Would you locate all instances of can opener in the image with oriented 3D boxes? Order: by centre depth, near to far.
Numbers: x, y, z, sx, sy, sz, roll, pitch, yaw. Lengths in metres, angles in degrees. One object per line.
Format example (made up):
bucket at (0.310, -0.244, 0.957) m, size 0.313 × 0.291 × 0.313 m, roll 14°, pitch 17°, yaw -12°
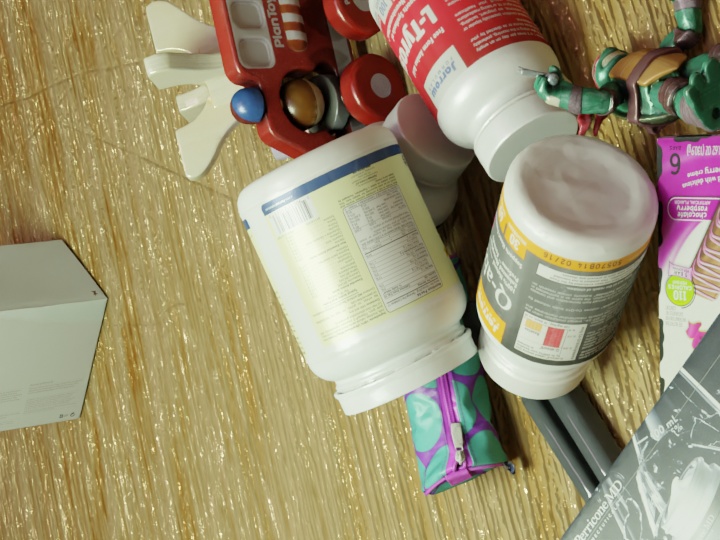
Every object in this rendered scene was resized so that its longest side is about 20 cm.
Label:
can opener at (0.147, 0.107, 1.182) m, size 0.201 × 0.066 × 0.054 m, roll 59°, pitch 137°, yaw 29°

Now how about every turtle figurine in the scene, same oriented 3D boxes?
turtle figurine at (0.213, -0.152, 1.038) m, size 0.150 × 0.101 × 0.199 m, roll -49°, pitch 31°, yaw -11°

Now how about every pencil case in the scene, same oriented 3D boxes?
pencil case at (0.072, 0.091, 1.258) m, size 0.092 × 0.084 × 0.203 m, roll 86°, pitch 170°, yaw -81°

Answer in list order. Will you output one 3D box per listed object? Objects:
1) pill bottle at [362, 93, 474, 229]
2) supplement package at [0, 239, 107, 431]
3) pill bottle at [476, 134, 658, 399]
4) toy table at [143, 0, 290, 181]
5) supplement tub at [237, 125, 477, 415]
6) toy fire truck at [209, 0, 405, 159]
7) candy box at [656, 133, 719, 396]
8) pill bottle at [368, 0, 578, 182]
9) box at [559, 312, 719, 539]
pill bottle at (0.020, -0.063, 1.288) m, size 0.200 × 0.110 × 0.112 m, roll -52°, pitch 55°, yaw 42°
supplement package at (-0.466, 0.088, 1.882) m, size 0.147 × 0.189 × 0.202 m, roll 44°, pitch 127°, yaw 39°
pill bottle at (0.151, 0.003, 1.090) m, size 0.117 × 0.115 × 0.201 m, roll 55°, pitch 153°, yaw 32°
toy table at (-0.142, -0.198, 1.437) m, size 0.184 × 0.115 × 0.203 m, roll 66°, pitch -170°, yaw -69°
supplement tub at (0.000, 0.000, 1.158) m, size 0.144 × 0.144 × 0.202 m, roll -24°, pitch 92°, yaw 51°
toy fire truck at (-0.060, -0.192, 1.329) m, size 0.112 × 0.166 × 0.203 m, roll -20°, pitch 79°, yaw 52°
candy box at (0.278, 0.004, 1.001) m, size 0.136 × 0.060 × 0.203 m, roll 4°, pitch 98°, yaw 52°
pill bottle at (0.095, -0.176, 1.174) m, size 0.113 × 0.111 × 0.201 m, roll -55°, pitch 53°, yaw 41°
box at (0.255, 0.159, 0.880) m, size 0.182 × 0.103 × 0.201 m, roll 48°, pitch 115°, yaw 40°
